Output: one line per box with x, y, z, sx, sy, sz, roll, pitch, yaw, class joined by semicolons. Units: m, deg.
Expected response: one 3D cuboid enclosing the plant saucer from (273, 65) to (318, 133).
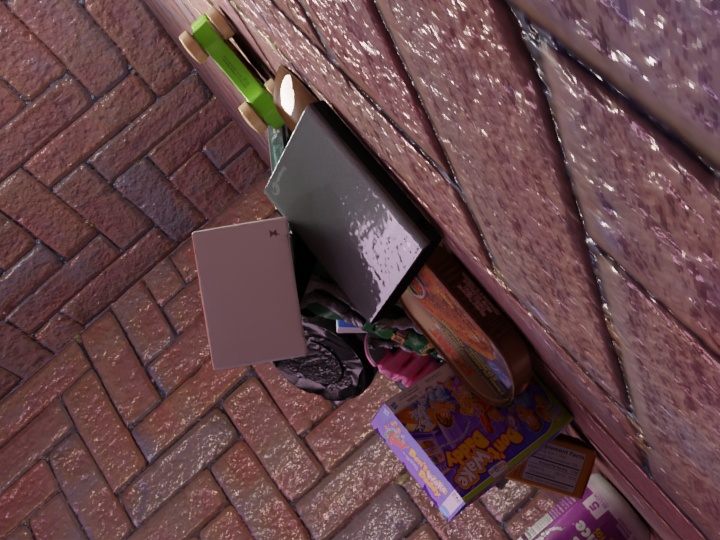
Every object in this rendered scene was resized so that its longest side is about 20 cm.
-0.046;-0.155;1.199;0.201;0.037;0.200;51;179;2;plant saucer

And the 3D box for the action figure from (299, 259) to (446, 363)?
0.027;0.059;1.161;0.197;0.055;0.118;23;150;-1;action figure

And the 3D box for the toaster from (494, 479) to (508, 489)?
0.162;0.207;1.432;0.180;0.119;0.200;35;180;-2;toaster

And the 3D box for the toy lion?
-0.169;-0.280;1.405;0.201;0.068;0.192;50;-175;2;toy lion

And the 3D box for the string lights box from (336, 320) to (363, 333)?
0.000;0.000;1.278;0.200;0.058;0.104;102;168;-68;string lights box

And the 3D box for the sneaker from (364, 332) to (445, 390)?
0.082;0.140;1.247;0.201;0.079;0.095;49;174;0;sneaker

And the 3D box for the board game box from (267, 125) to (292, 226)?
-0.101;-0.142;1.533;0.136;0.028;0.202;54;-157;-53;board game box

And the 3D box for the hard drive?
-0.014;-0.062;1.066;0.201;0.033;0.140;51;135;17;hard drive

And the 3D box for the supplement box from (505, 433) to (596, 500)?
0.175;0.209;1.184;0.197;0.070;0.067;20;-176;-12;supplement box

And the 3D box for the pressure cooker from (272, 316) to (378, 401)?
-0.030;0.065;1.472;0.176;0.201;0.178;11;134;21;pressure cooker

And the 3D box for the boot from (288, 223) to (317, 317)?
-0.062;-0.023;1.246;0.198;0.072;0.165;-106;16;-82;boot

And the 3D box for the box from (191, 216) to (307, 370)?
-0.129;0.025;1.157;0.200;0.105;0.155;172;90;-84;box

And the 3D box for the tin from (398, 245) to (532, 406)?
0.107;0.055;1.071;0.201;0.042;0.112;50;151;16;tin

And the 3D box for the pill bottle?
0.269;0.369;1.294;0.113;0.199;0.112;49;178;3;pill bottle

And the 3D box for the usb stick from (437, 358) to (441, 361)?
0.115;0.088;1.373;0.055;0.033;0.201;35;-163;-17;usb stick

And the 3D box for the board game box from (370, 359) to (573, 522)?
0.126;0.166;1.102;0.135;0.199;0.045;49;138;17;board game box
